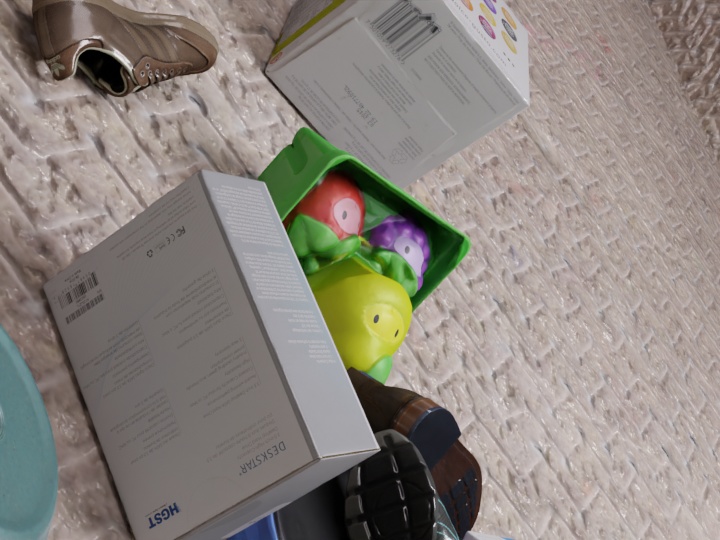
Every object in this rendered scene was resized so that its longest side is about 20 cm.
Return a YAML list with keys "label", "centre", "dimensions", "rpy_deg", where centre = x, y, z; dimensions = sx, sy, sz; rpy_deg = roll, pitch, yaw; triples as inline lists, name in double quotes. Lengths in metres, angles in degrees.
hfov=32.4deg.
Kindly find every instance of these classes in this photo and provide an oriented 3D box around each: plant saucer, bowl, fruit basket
- label: "plant saucer"
  centre: [-0.213, 0.079, 0.657]
  dimensions: [0.200, 0.036, 0.202]
  rpy_deg: [-24, 90, -82]
- label: "bowl"
  centre: [-0.017, 0.210, 0.924]
  dimensions: [0.200, 0.039, 0.202]
  rpy_deg: [42, 30, -30]
- label: "fruit basket"
  centre: [0.000, 0.000, 1.087]
  dimensions: [0.215, 0.156, 0.216]
  rpy_deg: [40, 14, -12]

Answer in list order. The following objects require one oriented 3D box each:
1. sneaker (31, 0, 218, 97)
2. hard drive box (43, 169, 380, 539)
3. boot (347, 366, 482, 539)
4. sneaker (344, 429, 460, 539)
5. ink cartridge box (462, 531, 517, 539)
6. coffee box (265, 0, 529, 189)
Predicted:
- label: "sneaker"
  centre: [-0.194, -0.176, 1.033]
  dimensions: [0.199, 0.070, 0.076]
  rpy_deg: [6, 74, -54]
- label: "hard drive box"
  centre: [-0.102, 0.062, 0.809]
  dimensions: [0.077, 0.155, 0.202]
  rpy_deg: [6, 56, -59]
- label: "boot"
  centre: [0.042, 0.158, 1.037]
  dimensions: [0.097, 0.075, 0.201]
  rpy_deg: [31, -29, 37]
- label: "sneaker"
  centre: [0.043, 0.218, 0.916]
  dimensions: [0.079, 0.075, 0.202]
  rpy_deg: [30, 41, -66]
- label: "ink cartridge box"
  centre: [0.172, 0.297, 1.011]
  dimensions: [0.199, 0.068, 0.115]
  rpy_deg: [31, 6, 40]
- label: "coffee box"
  centre: [0.048, -0.240, 1.350]
  dimensions: [0.200, 0.199, 0.198]
  rpy_deg: [47, 27, -21]
